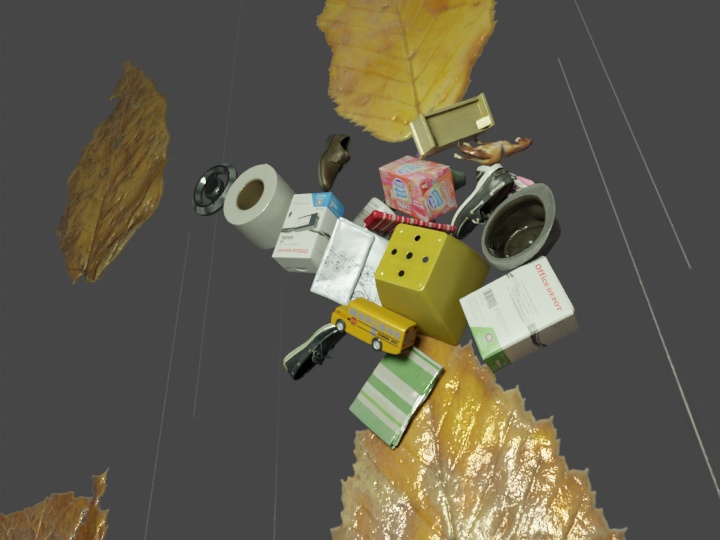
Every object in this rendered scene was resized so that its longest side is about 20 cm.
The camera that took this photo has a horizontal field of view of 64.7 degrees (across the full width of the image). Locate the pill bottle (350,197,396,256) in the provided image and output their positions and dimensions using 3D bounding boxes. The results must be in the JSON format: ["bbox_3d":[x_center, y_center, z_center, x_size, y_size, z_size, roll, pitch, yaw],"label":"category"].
[{"bbox_3d":[0.008,-0.070,1.430,0.201,0.114,0.113,-48,48,-3],"label":"pill bottle"}]

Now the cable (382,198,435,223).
[{"bbox_3d":[0.136,-0.172,1.450,0.098,0.051,0.198,-48,47,-9],"label":"cable"}]

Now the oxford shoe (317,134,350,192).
[{"bbox_3d":[-0.074,-0.321,1.667,0.082,0.073,0.207,-2,62,30],"label":"oxford shoe"}]

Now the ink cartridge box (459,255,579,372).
[{"bbox_3d":[0.318,0.088,1.146,0.196,0.084,0.149,-28,50,15],"label":"ink cartridge box"}]

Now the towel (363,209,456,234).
[{"bbox_3d":[0.108,-0.103,1.308,0.192,0.145,0.023,9,84,-8],"label":"towel"}]

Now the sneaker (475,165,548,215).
[{"bbox_3d":[0.332,-0.182,1.311,0.199,0.078,0.089,38,114,54],"label":"sneaker"}]

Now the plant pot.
[{"bbox_3d":[0.140,0.012,1.250,0.195,0.176,0.205,15,71,38],"label":"plant pot"}]

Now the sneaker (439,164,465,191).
[{"bbox_3d":[0.195,-0.236,1.447,0.089,0.080,0.199,-22,33,-20],"label":"sneaker"}]

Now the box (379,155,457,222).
[{"bbox_3d":[0.135,-0.201,1.365,0.092,0.106,0.199,-24,27,-18],"label":"box"}]

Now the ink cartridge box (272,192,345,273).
[{"bbox_3d":[-0.142,-0.104,1.571,0.140,0.084,0.206,1,64,34],"label":"ink cartridge box"}]

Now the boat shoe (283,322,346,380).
[{"bbox_3d":[-0.102,0.194,1.373,0.198,0.074,0.063,-38,56,12],"label":"boat shoe"}]

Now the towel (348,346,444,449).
[{"bbox_3d":[0.079,0.261,1.244,0.151,0.023,0.203,30,83,42],"label":"towel"}]

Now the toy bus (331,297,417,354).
[{"bbox_3d":[0.027,0.121,1.276,0.196,0.064,0.081,24,111,31],"label":"toy bus"}]

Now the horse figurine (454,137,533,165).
[{"bbox_3d":[0.309,-0.287,1.356,0.130,0.052,0.197,22,30,39],"label":"horse figurine"}]

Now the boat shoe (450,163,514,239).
[{"bbox_3d":[0.275,-0.142,1.291,0.061,0.072,0.202,52,124,30],"label":"boat shoe"}]

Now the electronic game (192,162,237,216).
[{"bbox_3d":[-0.498,-0.278,1.941,0.194,0.042,0.207,-16,57,25],"label":"electronic game"}]

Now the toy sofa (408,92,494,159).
[{"bbox_3d":[0.212,-0.343,1.357,0.195,0.085,0.097,-23,0,-20],"label":"toy sofa"}]

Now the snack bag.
[{"bbox_3d":[0.000,0.000,1.360,0.194,0.021,0.194,24,89,1],"label":"snack bag"}]

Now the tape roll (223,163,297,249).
[{"bbox_3d":[-0.287,-0.186,1.681,0.197,0.139,0.209,-17,54,24],"label":"tape roll"}]

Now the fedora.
[{"bbox_3d":[0.353,-0.077,1.206,0.199,0.089,0.182,-38,39,37],"label":"fedora"}]
